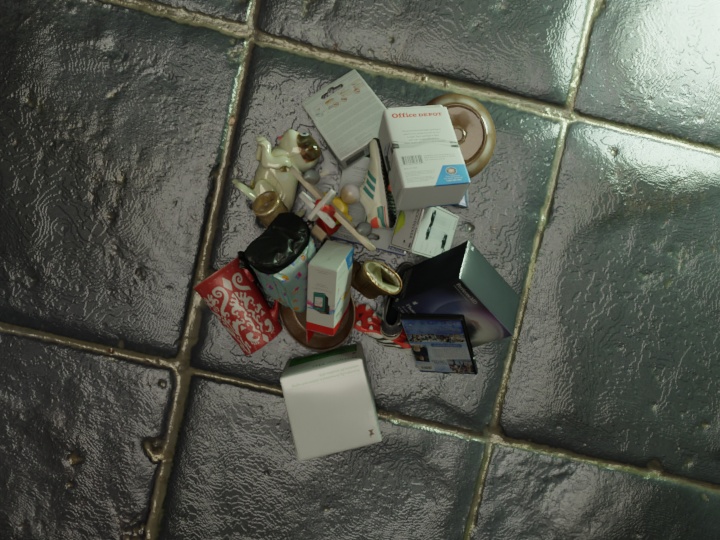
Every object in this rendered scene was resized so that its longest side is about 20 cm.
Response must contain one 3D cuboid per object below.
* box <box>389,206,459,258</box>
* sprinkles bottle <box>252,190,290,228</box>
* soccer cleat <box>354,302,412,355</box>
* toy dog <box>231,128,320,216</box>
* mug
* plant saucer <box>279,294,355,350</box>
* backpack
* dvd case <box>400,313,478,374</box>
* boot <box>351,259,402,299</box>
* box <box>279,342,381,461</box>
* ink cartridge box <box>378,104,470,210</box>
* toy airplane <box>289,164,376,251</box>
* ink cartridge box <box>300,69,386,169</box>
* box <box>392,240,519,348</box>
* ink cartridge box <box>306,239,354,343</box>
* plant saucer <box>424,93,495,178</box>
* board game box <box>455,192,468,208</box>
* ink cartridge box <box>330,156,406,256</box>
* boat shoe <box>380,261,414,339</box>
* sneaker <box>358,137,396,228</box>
[{"bbox_3d":[0.148,-0.091,1.347,0.059,0.199,0.119,18,95,30],"label":"box"},{"bbox_3d":[-0.170,-0.092,1.345,0.067,0.201,0.069,-12,54,17],"label":"sprinkles bottle"},{"bbox_3d":[0.045,0.144,1.427,0.197,0.086,0.069,22,57,15],"label":"soccer cleat"},{"bbox_3d":[-0.174,-0.230,1.363,0.193,0.140,0.201,37,91,-11],"label":"toy dog"},{"bbox_3d":[-0.265,0.077,1.373,0.176,0.133,0.202,-27,99,35],"label":"mug"},{"bbox_3d":[-0.099,0.088,1.401,0.197,0.037,0.204,5,103,20],"label":"plant saucer"},{"bbox_3d":[-0.158,-0.004,1.274,0.126,0.201,0.167,36,65,28],"label":"backpack"},{"bbox_3d":[0.180,0.167,1.335,0.140,0.018,0.202,-1,135,22],"label":"dvd case"},{"bbox_3d":[0.000,0.000,1.346,0.174,0.200,0.067,31,79,-6],"label":"boot"},{"bbox_3d":[-0.068,0.300,1.378,0.196,0.171,0.203,-13,96,0],"label":"box"},{"bbox_3d":[0.129,-0.238,1.244,0.144,0.086,0.203,-6,62,-11],"label":"ink cartridge box"},{"bbox_3d":[-0.059,-0.139,1.287,0.141,0.199,0.201,-43,126,-9],"label":"toy airplane"},{"bbox_3d":[-0.026,-0.355,1.388,0.159,0.047,0.201,-32,66,-3],"label":"ink cartridge box"},{"bbox_3d":[0.213,0.069,1.323,0.197,0.124,0.200,-27,120,41],"label":"box"},{"bbox_3d":[-0.066,0.053,1.272,0.066,0.117,0.203,12,122,13],"label":"ink cartridge box"},{"bbox_3d":[0.215,-0.306,1.355,0.197,0.037,0.204,0,93,-1],"label":"plant saucer"},{"bbox_3d":[0.175,-0.229,1.407,0.197,0.062,0.203,-18,93,0],"label":"board game box"},{"bbox_3d":[0.039,-0.155,1.389,0.193,0.043,0.203,15,102,16],"label":"ink cartridge box"},{"bbox_3d":[0.094,0.060,1.385,0.071,0.063,0.202,15,63,9],"label":"boat shoe"},{"bbox_3d":[0.022,-0.191,1.331,0.092,0.070,0.203,-6,96,21],"label":"sneaker"}]
